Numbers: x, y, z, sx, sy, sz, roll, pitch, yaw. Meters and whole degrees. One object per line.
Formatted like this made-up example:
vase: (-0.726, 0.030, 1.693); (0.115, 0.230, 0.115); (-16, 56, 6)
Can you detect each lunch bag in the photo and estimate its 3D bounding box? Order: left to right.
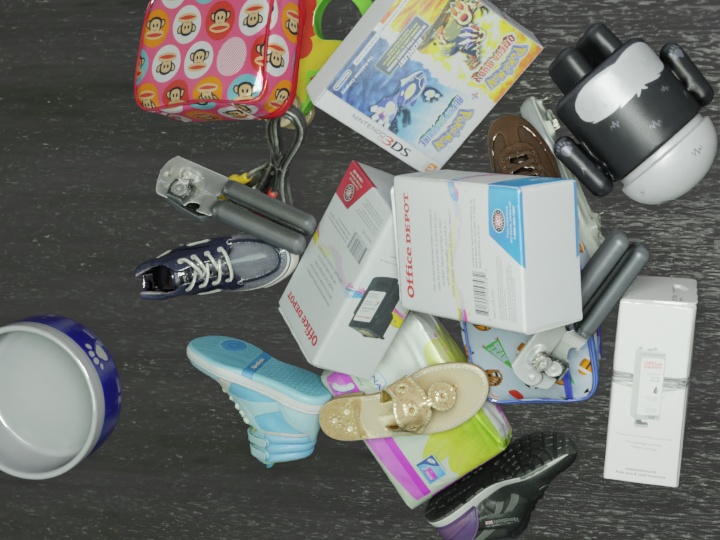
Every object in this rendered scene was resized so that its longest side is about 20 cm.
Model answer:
lunch bag: (-0.159, -0.260, 1.569); (0.199, 0.082, 0.178); (2, 84, 34)
lunch bag: (0.194, 0.054, 1.563); (0.159, 0.076, 0.201); (-1, 120, 19)

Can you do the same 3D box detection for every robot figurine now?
robot figurine: (0.289, -0.165, 1.493); (0.200, 0.125, 0.150); (49, 120, 2)

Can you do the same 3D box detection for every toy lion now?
toy lion: (-0.072, -0.274, 1.612); (0.199, 0.069, 0.193); (-24, 86, 19)

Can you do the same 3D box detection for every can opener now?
can opener: (-0.146, -0.071, 1.627); (0.199, 0.067, 0.054); (24, 72, 10)
can opener: (0.227, 0.041, 1.475); (0.052, 0.067, 0.200); (29, 114, -12)

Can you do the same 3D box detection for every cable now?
cable: (-0.104, -0.106, 1.619); (0.097, 0.050, 0.200); (40, 142, -2)

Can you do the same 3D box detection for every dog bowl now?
dog bowl: (-0.409, 0.160, 1.783); (0.199, 0.079, 0.202); (3, 101, 16)

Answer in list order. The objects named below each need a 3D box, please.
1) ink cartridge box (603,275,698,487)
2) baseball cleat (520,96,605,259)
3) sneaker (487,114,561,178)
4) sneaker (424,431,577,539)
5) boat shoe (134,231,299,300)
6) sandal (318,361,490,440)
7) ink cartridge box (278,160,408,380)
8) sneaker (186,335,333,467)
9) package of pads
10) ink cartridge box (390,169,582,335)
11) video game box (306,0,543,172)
ink cartridge box: (0.317, 0.116, 1.527); (0.082, 0.147, 0.202); (6, 102, 12)
baseball cleat: (0.201, -0.088, 1.561); (0.106, 0.070, 0.201); (-23, 93, 19)
sneaker: (0.186, -0.079, 1.467); (0.070, 0.076, 0.201); (-19, 76, 2)
sneaker: (0.180, 0.265, 1.649); (0.199, 0.076, 0.088); (-32, 111, 20)
boat shoe: (-0.173, 0.000, 1.652); (0.199, 0.093, 0.075); (-12, 97, 33)
sandal: (0.042, 0.162, 1.582); (0.210, 0.070, 0.078); (-14, 98, 23)
ink cartridge box: (0.000, 0.000, 1.591); (0.082, 0.146, 0.201); (18, 111, -29)
sneaker: (-0.135, 0.168, 1.708); (0.199, 0.079, 0.131); (23, 118, 22)
package of pads: (0.069, 0.157, 1.649); (0.154, 0.068, 0.201); (-36, 90, 20)
ink cartridge box: (0.126, -0.024, 1.423); (0.199, 0.084, 0.146); (10, 108, 52)
video game box: (0.070, -0.221, 1.534); (0.182, 0.047, 0.200); (28, 113, -33)
